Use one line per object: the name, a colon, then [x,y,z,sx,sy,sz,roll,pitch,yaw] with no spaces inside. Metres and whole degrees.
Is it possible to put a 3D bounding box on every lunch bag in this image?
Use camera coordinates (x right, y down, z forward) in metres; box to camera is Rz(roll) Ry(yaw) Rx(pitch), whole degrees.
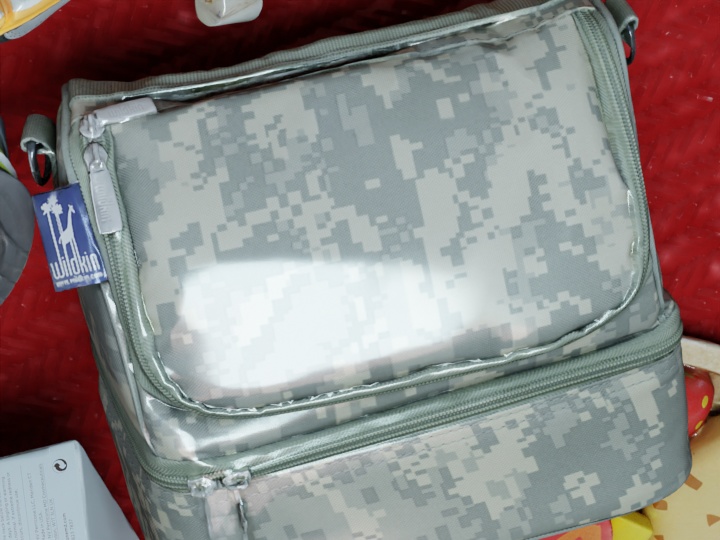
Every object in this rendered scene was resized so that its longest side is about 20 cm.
lunch bag: [0.000,0.000,0.809,0.198,0.140,0.169,-13,117,-8]

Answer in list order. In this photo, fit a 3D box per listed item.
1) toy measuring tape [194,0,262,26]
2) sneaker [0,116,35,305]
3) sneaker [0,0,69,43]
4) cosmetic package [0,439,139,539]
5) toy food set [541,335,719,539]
toy measuring tape: [0.014,-0.141,0.742,0.073,0.074,0.201,17,121,-21]
sneaker: [-0.169,0.010,0.833,0.074,0.081,0.200,26,125,-26]
sneaker: [-0.169,-0.069,0.756,0.199,0.079,0.077,-25,156,-19]
cosmetic package: [-0.150,0.137,0.910,0.150,0.052,0.200,-12,153,3]
toy food set: [0.095,0.107,0.970,0.199,0.049,0.198,24,121,-26]
